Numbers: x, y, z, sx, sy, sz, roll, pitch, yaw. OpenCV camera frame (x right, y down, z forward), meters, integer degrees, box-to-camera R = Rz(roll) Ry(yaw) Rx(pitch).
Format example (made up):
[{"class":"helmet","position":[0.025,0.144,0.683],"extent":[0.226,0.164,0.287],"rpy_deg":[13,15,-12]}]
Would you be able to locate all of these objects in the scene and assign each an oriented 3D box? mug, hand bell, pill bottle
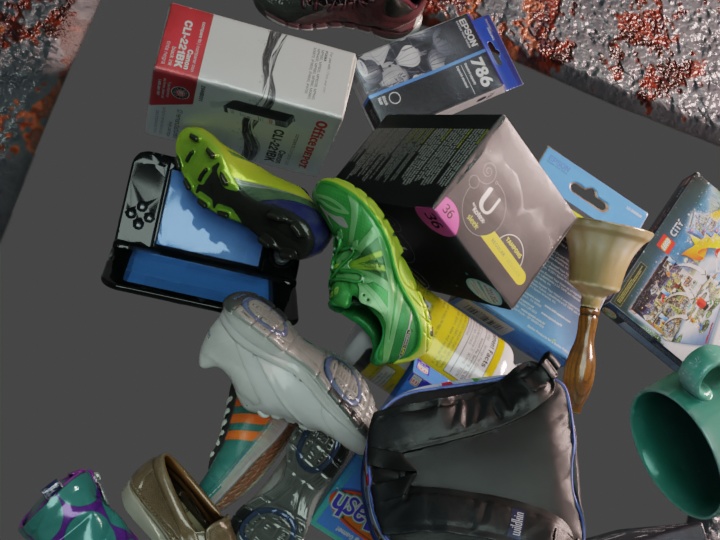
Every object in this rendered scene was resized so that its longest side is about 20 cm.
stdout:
[{"class":"mug","position":[0.383,0.167,1.255],"extent":[0.114,0.185,0.153],"rpy_deg":[-22,72,-19]},{"class":"hand bell","position":[0.242,0.051,1.251],"extent":[0.103,0.104,0.202],"rpy_deg":[10,90,-10]},{"class":"pill bottle","position":[0.088,0.101,1.242],"extent":[0.199,0.114,0.115],"rpy_deg":[34,73,-3]}]

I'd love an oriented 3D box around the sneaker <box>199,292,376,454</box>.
[{"class":"sneaker","position":[-0.066,0.109,1.134],"extent":[0.200,0.075,0.087],"rpy_deg":[40,112,-1]}]

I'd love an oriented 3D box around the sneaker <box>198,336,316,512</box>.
[{"class":"sneaker","position":[-0.113,0.154,1.216],"extent":[0.080,0.071,0.201],"rpy_deg":[34,76,16]}]

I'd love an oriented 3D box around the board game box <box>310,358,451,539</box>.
[{"class":"board game box","position":[0.062,0.212,1.195],"extent":[0.151,0.045,0.201],"rpy_deg":[32,107,-3]}]

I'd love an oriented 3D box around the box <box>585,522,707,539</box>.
[{"class":"box","position":[0.229,0.336,1.174],"extent":[0.195,0.200,0.125],"rpy_deg":[-13,79,-15]}]

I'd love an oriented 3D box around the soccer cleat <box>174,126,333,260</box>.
[{"class":"soccer cleat","position":[-0.111,-0.081,1.229],"extent":[0.200,0.065,0.084],"rpy_deg":[38,31,16]}]

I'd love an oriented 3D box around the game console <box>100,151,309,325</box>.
[{"class":"game console","position":[-0.152,-0.036,1.220],"extent":[0.198,0.116,0.178],"rpy_deg":[13,75,-10]}]

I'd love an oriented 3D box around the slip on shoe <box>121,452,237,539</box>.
[{"class":"slip on shoe","position":[-0.146,0.263,1.140],"extent":[0.200,0.076,0.061],"rpy_deg":[48,111,13]}]

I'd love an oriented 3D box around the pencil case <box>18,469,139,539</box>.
[{"class":"pencil case","position":[-0.236,0.284,1.144],"extent":[0.092,0.085,0.200],"rpy_deg":[-44,89,-11]}]

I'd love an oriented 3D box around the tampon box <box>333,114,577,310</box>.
[{"class":"tampon box","position":[0.088,-0.065,1.213],"extent":[0.127,0.199,0.150],"rpy_deg":[-52,120,-17]}]

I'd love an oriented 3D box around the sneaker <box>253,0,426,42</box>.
[{"class":"sneaker","position":[-0.016,-0.317,1.314],"extent":[0.198,0.116,0.077],"rpy_deg":[5,76,-11]}]

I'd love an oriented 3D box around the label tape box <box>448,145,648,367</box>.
[{"class":"label tape box","position":[0.211,-0.013,1.320],"extent":[0.144,0.063,0.201],"rpy_deg":[33,73,-5]}]

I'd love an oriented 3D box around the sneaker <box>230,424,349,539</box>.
[{"class":"sneaker","position":[-0.067,0.229,1.199],"extent":[0.074,0.087,0.201],"rpy_deg":[36,91,6]}]

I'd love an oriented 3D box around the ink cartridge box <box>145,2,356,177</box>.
[{"class":"ink cartridge box","position":[-0.117,-0.185,1.242],"extent":[0.198,0.144,0.085],"rpy_deg":[13,67,-9]}]

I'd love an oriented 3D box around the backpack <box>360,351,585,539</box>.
[{"class":"backpack","position":[0.093,0.186,1.062],"extent":[0.188,0.154,0.202],"rpy_deg":[1,64,-10]}]

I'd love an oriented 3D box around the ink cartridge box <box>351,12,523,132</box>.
[{"class":"ink cartridge box","position":[0.090,-0.228,1.358],"extent":[0.199,0.039,0.100],"rpy_deg":[-25,83,-17]}]

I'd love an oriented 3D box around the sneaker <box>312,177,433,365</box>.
[{"class":"sneaker","position":[0.000,0.000,1.151],"extent":[0.083,0.074,0.201],"rpy_deg":[-24,81,-17]}]

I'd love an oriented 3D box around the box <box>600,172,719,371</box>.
[{"class":"box","position":[0.383,0.006,1.368],"extent":[0.136,0.038,0.201],"rpy_deg":[38,72,-2]}]
